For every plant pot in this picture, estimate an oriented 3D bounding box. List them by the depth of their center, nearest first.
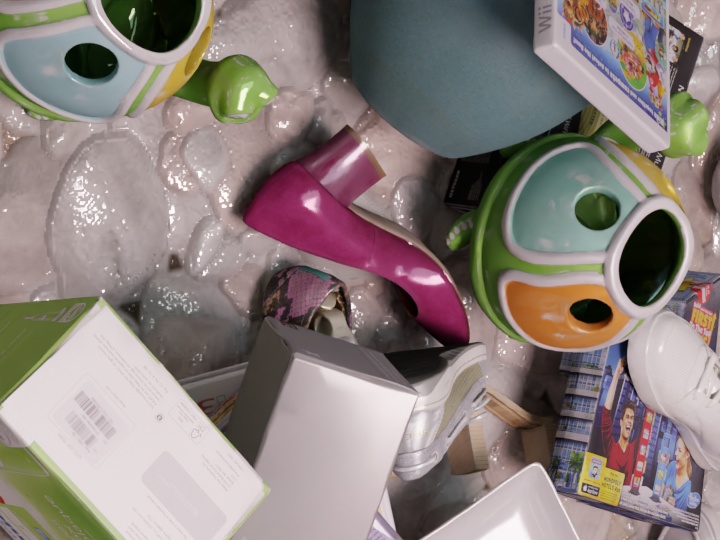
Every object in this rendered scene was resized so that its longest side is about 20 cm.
[{"bbox_3d":[0.069,-0.156,1.200,0.199,0.201,0.135,22,116,-37],"label":"plant pot"}]

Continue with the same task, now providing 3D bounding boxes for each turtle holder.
[{"bbox_3d":[-0.145,-0.141,1.049,0.141,0.131,0.186,-40,118,-28],"label":"turtle holder"},{"bbox_3d":[0.167,-0.026,1.232,0.185,0.131,0.142,-29,113,-29],"label":"turtle holder"}]

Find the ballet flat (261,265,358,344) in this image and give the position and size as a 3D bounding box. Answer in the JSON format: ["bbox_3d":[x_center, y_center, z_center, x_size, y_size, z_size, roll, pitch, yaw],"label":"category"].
[{"bbox_3d":[-0.024,0.097,1.211,0.069,0.071,0.202,-15,105,-38],"label":"ballet flat"}]

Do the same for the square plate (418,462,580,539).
[{"bbox_3d":[0.083,0.265,1.248,0.199,0.028,0.199,-30,100,-12],"label":"square plate"}]

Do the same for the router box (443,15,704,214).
[{"bbox_3d":[0.161,-0.114,1.340,0.157,0.052,0.201,24,82,-37],"label":"router box"}]

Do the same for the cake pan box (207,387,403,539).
[{"bbox_3d":[-0.078,0.199,1.133,0.200,0.052,0.184,-42,105,-2],"label":"cake pan box"}]

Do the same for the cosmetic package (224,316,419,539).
[{"bbox_3d":[-0.044,0.138,1.049,0.090,0.107,0.201,21,98,-15],"label":"cosmetic package"}]

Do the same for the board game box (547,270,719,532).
[{"bbox_3d":[0.211,0.084,1.380,0.200,0.061,0.202,24,76,-51],"label":"board game box"}]

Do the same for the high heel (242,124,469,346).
[{"bbox_3d":[0.000,0.000,1.237,0.096,0.067,0.201,-38,118,-7],"label":"high heel"}]

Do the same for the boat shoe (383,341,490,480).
[{"bbox_3d":[0.045,0.087,1.190,0.202,0.074,0.065,-28,111,-79],"label":"boat shoe"}]

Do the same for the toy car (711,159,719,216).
[{"bbox_3d":[0.395,-0.086,1.467,0.174,0.149,0.201,28,78,-37],"label":"toy car"}]

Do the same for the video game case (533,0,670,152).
[{"bbox_3d":[0.151,-0.191,1.114,0.143,0.018,0.202,33,53,-46],"label":"video game case"}]

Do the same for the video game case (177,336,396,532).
[{"bbox_3d":[-0.071,0.160,1.164,0.181,0.023,0.202,-14,106,-8],"label":"video game case"}]

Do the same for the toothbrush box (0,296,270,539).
[{"bbox_3d":[-0.163,0.097,1.007,0.086,0.200,0.146,-47,111,-22],"label":"toothbrush box"}]

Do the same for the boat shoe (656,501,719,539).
[{"bbox_3d":[0.241,0.284,1.448,0.068,0.072,0.202,8,100,-42],"label":"boat shoe"}]

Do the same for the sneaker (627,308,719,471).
[{"bbox_3d":[0.280,0.094,1.329,0.200,0.115,0.074,45,63,-45],"label":"sneaker"}]

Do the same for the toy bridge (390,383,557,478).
[{"bbox_3d":[0.075,0.114,1.307,0.199,0.027,0.068,2,74,-46],"label":"toy bridge"}]
